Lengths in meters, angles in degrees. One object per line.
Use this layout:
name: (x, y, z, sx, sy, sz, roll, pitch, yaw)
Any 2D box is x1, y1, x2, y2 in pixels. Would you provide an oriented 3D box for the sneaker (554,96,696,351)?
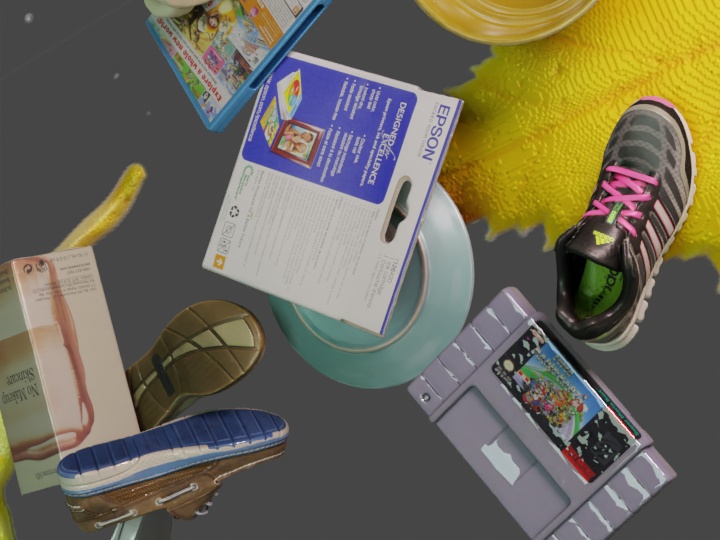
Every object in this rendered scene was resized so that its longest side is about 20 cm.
sneaker: (0.194, -0.032, 1.279, 0.074, 0.087, 0.201, 21, 103, 25)

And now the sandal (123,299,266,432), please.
sandal: (-0.145, 0.085, 1.494, 0.200, 0.054, 0.081, -38, 70, 40)

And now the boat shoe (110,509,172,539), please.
boat shoe: (-0.226, 0.280, 1.535, 0.065, 0.074, 0.201, 23, 103, 21)

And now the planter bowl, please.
planter bowl: (0.128, -0.270, 1.300, 0.200, 0.083, 0.201, 2, 94, 28)

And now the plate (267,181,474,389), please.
plate: (0.000, 0.000, 1.421, 0.199, 0.026, 0.201, 2, 94, 29)

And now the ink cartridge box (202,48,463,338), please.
ink cartridge box: (-0.019, -0.064, 1.388, 0.200, 0.047, 0.198, 20, 92, 32)

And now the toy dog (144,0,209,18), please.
toy dog: (-0.163, -0.332, 1.425, 0.200, 0.139, 0.194, 59, 155, 22)

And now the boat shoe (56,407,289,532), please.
boat shoe: (-0.156, 0.173, 1.461, 0.199, 0.072, 0.073, -12, 112, -8)

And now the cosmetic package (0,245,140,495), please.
cosmetic package: (-0.272, 0.090, 1.522, 0.103, 0.087, 0.201, -23, 82, 51)

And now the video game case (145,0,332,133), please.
video game case: (-0.092, -0.234, 1.435, 0.200, 0.018, 0.143, -47, 56, 23)

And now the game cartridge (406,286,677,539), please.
game cartridge: (0.142, 0.126, 1.351, 0.200, 0.038, 0.130, 50, 118, 16)
